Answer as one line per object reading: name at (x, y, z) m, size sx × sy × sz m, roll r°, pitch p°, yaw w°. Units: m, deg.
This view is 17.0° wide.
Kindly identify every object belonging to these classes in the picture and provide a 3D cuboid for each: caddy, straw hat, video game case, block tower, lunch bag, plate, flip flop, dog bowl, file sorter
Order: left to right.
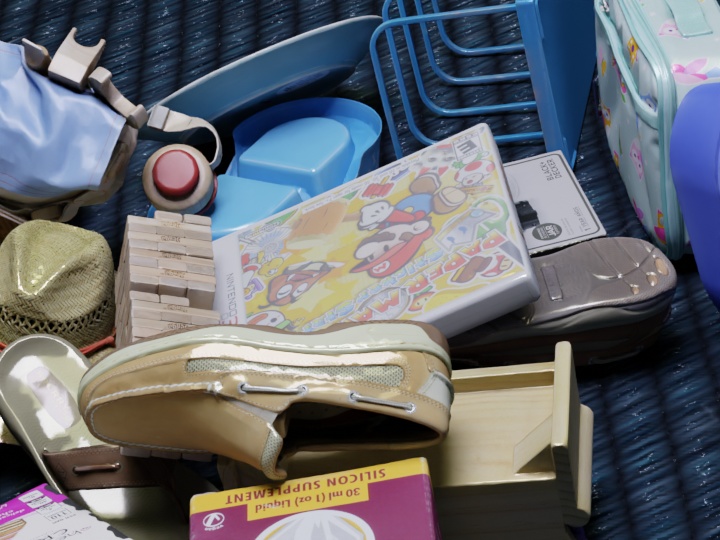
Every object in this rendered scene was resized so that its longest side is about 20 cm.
straw hat at (-0.194, 0.015, 1.502) m, size 0.200 × 0.085 × 0.201 m, roll 7°, pitch 34°, yaw -5°
flip flop at (-0.143, 0.102, 1.383) m, size 0.081 × 0.058 × 0.200 m, roll -30°, pitch 61°, yaw -25°
block tower at (-0.112, 0.037, 1.397) m, size 0.054 × 0.058 × 0.200 m, roll 7°, pitch 27°, yaw -10°
plate at (-0.069, -0.127, 1.709) m, size 0.199 × 0.026 × 0.200 m, roll -23°, pitch -4°, yaw -2°
dog bowl at (-0.059, -0.049, 1.641) m, size 0.111 × 0.050 × 0.200 m, roll 11°, pitch 39°, yaw 32°
video game case at (0.000, 0.000, 1.433) m, size 0.199 × 0.023 × 0.182 m, roll -23°, pitch 32°, yaw 8°
file sorter at (0.091, -0.170, 1.701) m, size 0.122 × 0.139 × 0.200 m, roll -4°, pitch 32°, yaw 16°
lunch bag at (0.201, -0.115, 1.556) m, size 0.077 × 0.161 × 0.200 m, roll -12°, pitch 33°, yaw -2°
caddy at (0.267, -0.040, 1.396) m, size 0.141 × 0.201 × 0.105 m, roll -23°, pitch 17°, yaw -14°

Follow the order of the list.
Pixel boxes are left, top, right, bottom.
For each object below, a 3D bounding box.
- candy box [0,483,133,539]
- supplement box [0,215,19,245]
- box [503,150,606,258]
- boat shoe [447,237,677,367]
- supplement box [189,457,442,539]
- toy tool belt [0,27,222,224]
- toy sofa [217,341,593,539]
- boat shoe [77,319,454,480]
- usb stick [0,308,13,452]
candy box at (-0.186, 0.181, 1.255) m, size 0.136 × 0.061 × 0.200 m, roll -25°, pitch 16°, yaw -20°
supplement box at (-0.268, -0.038, 1.639) m, size 0.066 × 0.069 × 0.200 m, roll 1°, pitch 43°, yaw 43°
box at (0.050, -0.003, 1.524) m, size 0.199 × 0.060 × 0.117 m, roll -14°, pitch 32°, yaw -5°
boat shoe at (0.091, 0.034, 1.444) m, size 0.199 × 0.072 × 0.076 m, roll -5°, pitch 44°, yaw 0°
supplement box at (-0.016, 0.198, 1.189) m, size 0.130 × 0.104 × 0.200 m, roll -10°, pitch 32°, yaw 2°
toy tool belt at (-0.193, -0.090, 1.547) m, size 0.199 × 0.123 × 0.125 m, roll 18°, pitch 78°, yaw 8°
toy sofa at (0.027, 0.106, 1.315) m, size 0.199 × 0.098 × 0.083 m, roll -5°, pitch 40°, yaw 11°
boat shoe at (-0.051, 0.073, 1.251) m, size 0.199 × 0.072 × 0.076 m, roll -8°, pitch 50°, yaw 7°
usb stick at (-0.226, 0.050, 1.555) m, size 0.055 × 0.033 × 0.200 m, roll -4°, pitch 33°, yaw 10°
